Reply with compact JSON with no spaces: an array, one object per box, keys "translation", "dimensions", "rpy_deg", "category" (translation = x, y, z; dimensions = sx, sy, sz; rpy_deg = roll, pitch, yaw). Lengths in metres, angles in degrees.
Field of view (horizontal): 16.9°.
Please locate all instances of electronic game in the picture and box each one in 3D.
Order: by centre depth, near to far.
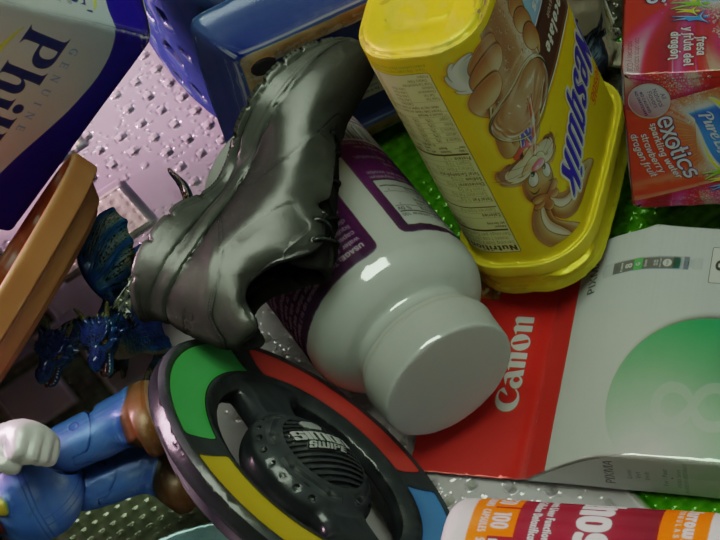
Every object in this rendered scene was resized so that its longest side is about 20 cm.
[{"translation":[-0.028,0.108,1.298],"dimensions":[0.042,0.200,0.200],"rpy_deg":[-52,51,21],"category":"electronic game"}]

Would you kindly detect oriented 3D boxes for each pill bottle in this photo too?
[{"translation":[0.143,0.178,1.243],"dimensions":[0.200,0.113,0.113],"rpy_deg":[2,55,13],"category":"pill bottle"},{"translation":[0.000,0.000,1.401],"dimensions":[0.112,0.112,0.200],"rpy_deg":[-30,52,-10],"category":"pill bottle"}]

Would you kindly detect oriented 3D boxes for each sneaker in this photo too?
[{"translation":[-0.040,-0.038,1.338],"dimensions":[0.091,0.076,0.200],"rpy_deg":[28,76,21],"category":"sneaker"}]

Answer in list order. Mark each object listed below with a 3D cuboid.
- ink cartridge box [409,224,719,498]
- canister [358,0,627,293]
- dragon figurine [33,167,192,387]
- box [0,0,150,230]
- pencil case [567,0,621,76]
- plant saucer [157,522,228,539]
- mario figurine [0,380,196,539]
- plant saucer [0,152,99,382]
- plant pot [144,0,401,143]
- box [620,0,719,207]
[{"translation":[0.136,0.046,1.383],"dimensions":[0.200,0.050,0.161],"rpy_deg":[5,55,13],"category":"ink cartridge box"},{"translation":[0.079,-0.105,1.383],"dimensions":[0.086,0.200,0.149],"rpy_deg":[-3,50,27],"category":"canister"},{"translation":[-0.132,0.000,1.438],"dimensions":[0.059,0.099,0.200],"rpy_deg":[10,57,18],"category":"dragon figurine"},{"translation":[-0.254,-0.131,1.391],"dimensions":[0.200,0.184,0.105],"rpy_deg":[9,47,-37],"category":"box"},{"translation":[0.110,-0.192,1.465],"dimensions":[0.089,0.200,0.078],"rpy_deg":[-13,52,1],"category":"pencil case"},{"translation":[-0.069,0.229,1.296],"dimensions":[0.201,0.039,0.201],"rpy_deg":[-6,53,7],"category":"plant saucer"},{"translation":[-0.188,0.140,1.315],"dimensions":[0.200,0.124,0.106],"rpy_deg":[-22,9,3],"category":"mario figurine"},{"translation":[-0.205,0.024,1.396],"dimensions":[0.032,0.200,0.200],"rpy_deg":[31,60,-10],"category":"plant saucer"},{"translation":[-0.036,-0.183,1.499],"dimensions":[0.200,0.200,0.180],"rpy_deg":[-26,60,-7],"category":"plant pot"},{"translation":[0.207,-0.137,1.442],"dimensions":[0.095,0.100,0.200],"rpy_deg":[-2,39,9],"category":"box"}]
